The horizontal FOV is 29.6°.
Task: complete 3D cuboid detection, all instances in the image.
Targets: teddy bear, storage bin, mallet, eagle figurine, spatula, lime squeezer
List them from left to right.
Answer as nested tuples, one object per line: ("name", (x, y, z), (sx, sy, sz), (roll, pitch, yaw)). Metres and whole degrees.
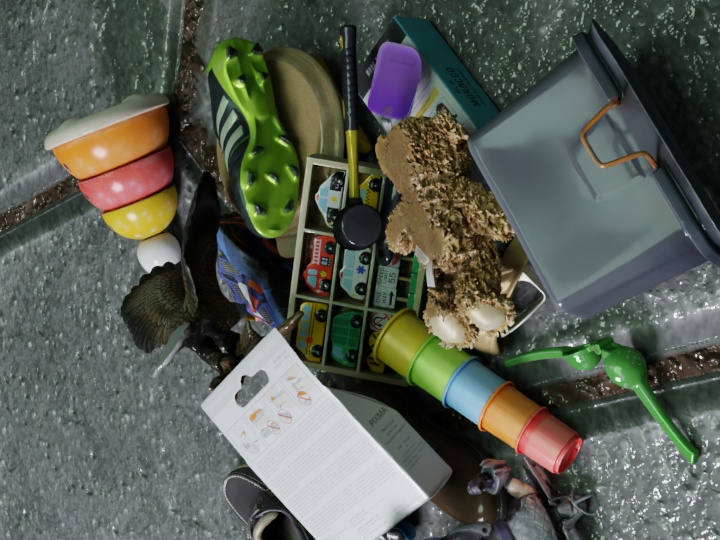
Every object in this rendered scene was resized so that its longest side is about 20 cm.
("eagle figurine", (-0.157, 0.025, 1.312), (0.200, 0.151, 0.151), (55, 171, 25))
("mallet", (-0.006, -0.116, 1.202), (0.066, 0.041, 0.202), (-147, 55, -80))
("spatula", (0.028, -0.100, 1.216), (0.056, 0.020, 0.202), (20, 115, 43))
("teddy bear", (0.078, -0.033, 1.144), (0.201, 0.066, 0.145), (65, 149, 21))
("storage bin", (0.176, -0.064, 1.026), (0.134, 0.145, 0.201), (-33, 71, 17))
("lime squeezer", (0.201, 0.085, 1.133), (0.199, 0.038, 0.071), (26, 143, 39))

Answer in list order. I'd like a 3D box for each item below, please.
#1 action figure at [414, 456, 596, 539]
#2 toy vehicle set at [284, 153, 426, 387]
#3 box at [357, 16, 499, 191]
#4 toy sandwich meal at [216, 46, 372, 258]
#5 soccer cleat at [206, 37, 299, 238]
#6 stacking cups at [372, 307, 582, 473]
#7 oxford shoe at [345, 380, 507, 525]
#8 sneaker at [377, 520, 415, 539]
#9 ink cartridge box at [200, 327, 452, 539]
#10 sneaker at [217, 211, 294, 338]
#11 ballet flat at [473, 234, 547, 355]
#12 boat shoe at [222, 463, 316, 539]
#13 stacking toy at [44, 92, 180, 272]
("action figure", (0.110, 0.235, 1.155), (0.199, 0.069, 0.131), (-25, 59, -1))
("toy vehicle set", (0.000, 0.000, 1.273), (0.123, 0.027, 0.202), (9, 104, 7))
("box", (0.076, -0.128, 1.214), (0.082, 0.049, 0.201), (-52, 60, 35))
("toy sandwich meal", (-0.063, -0.120, 1.345), (0.204, 0.070, 0.207), (2, 93, 46))
("soccer cleat", (-0.106, -0.122, 1.302), (0.081, 0.067, 0.202), (-33, 66, 60))
("stacking cups", (0.103, 0.111, 1.199), (0.200, 0.060, 0.061), (36, 119, 24))
("oxford shoe", (0.051, 0.175, 1.250), (0.200, 0.084, 0.073), (38, 118, 34))
("sneaker", (-0.012, 0.193, 1.333), (0.082, 0.073, 0.201), (-32, 80, 31))
("ink cartridge box", (-0.035, 0.153, 1.226), (0.200, 0.047, 0.160), (48, 135, 3))
("sneaker", (-0.085, 0.026, 1.388), (0.200, 0.075, 0.079), (52, 141, 34))
("ballet flat", (0.143, -0.010, 1.165), (0.063, 0.069, 0.201), (32, 123, 6))
("boat shoe", (-0.084, 0.261, 1.404), (0.200, 0.065, 0.072), (31, 117, 39))
("stacking toy", (-0.250, -0.086, 1.509), (0.146, 0.146, 0.201), (-13, 101, 45))
